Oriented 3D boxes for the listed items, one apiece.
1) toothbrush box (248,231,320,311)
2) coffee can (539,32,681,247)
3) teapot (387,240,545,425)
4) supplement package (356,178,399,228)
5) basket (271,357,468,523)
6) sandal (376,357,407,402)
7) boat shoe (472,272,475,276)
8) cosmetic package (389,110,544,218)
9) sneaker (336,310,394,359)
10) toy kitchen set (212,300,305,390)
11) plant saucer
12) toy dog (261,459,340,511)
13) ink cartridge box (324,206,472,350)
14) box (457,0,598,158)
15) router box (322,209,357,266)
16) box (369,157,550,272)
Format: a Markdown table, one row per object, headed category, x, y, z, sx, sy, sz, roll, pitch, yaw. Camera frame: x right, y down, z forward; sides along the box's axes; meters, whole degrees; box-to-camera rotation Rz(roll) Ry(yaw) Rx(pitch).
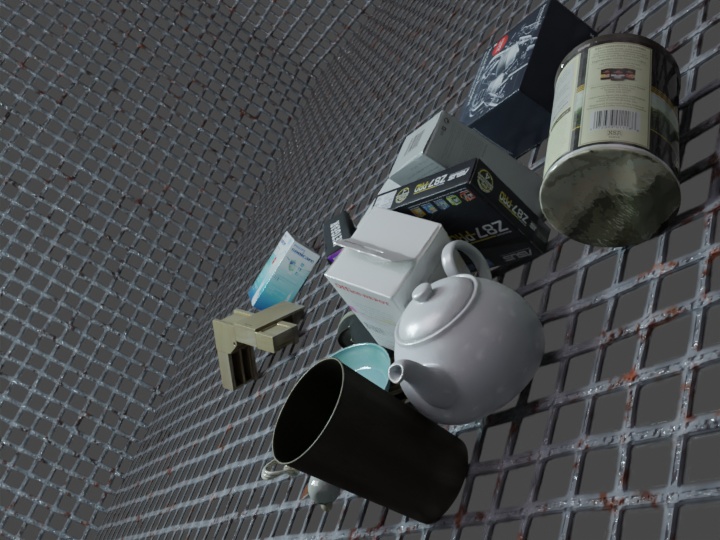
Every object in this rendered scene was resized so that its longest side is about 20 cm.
| category | x | y | z | sx | sy | sz | roll | pitch | yaw |
| --- | --- | --- | --- | --- | --- | --- | --- | --- | --- |
| toothbrush box | -0.199 | 0.012 | 2.165 | 0.200 | 0.085 | 0.146 | -57 | 17 | 4 |
| coffee can | 0.284 | -0.148 | 0.949 | 0.146 | 0.146 | 0.201 | -40 | 25 | 47 |
| teapot | 0.112 | 0.071 | 0.998 | 0.197 | 0.146 | 0.200 | -40 | 18 | -4 |
| supplement package | 0.088 | -0.068 | 1.420 | 0.122 | 0.120 | 0.200 | -56 | 17 | 2 |
| basket | 0.018 | 0.210 | 1.006 | 0.136 | 0.199 | 0.180 | -65 | 17 | -18 |
| sandal | 0.031 | 0.185 | 1.233 | 0.200 | 0.054 | 0.080 | -33 | 23 | 10 |
| boat shoe | 0.121 | 0.023 | 1.269 | 0.073 | 0.062 | 0.201 | -23 | 39 | 63 |
| cosmetic package | 0.156 | -0.126 | 1.190 | 0.081 | 0.200 | 0.113 | -65 | 15 | -22 |
| sneaker | 0.004 | 0.124 | 1.405 | 0.200 | 0.075 | 0.107 | -31 | 29 | 55 |
| toy kitchen set | -0.208 | 0.183 | 1.960 | 0.199 | 0.181 | 0.163 | 11 | 25 | 39 |
| plant saucer | -0.030 | 0.190 | 1.198 | 0.200 | 0.036 | 0.200 | -31 | 28 | 18 |
| toy dog | -0.043 | 0.294 | 1.210 | 0.131 | 0.097 | 0.200 | -2 | 15 | 27 |
| ink cartridge box | 0.060 | 0.016 | 1.135 | 0.128 | 0.200 | 0.125 | 18 | 64 | 41 |
| box | 0.261 | -0.296 | 1.343 | 0.182 | 0.104 | 0.201 | -28 | 35 | 57 |
| router box | 0.000 | 0.000 | 1.324 | 0.051 | 0.149 | 0.200 | -31 | 18 | 6 |
| box | 0.132 | -0.065 | 1.154 | 0.200 | 0.161 | 0.049 | -15 | 45 | 48 |
